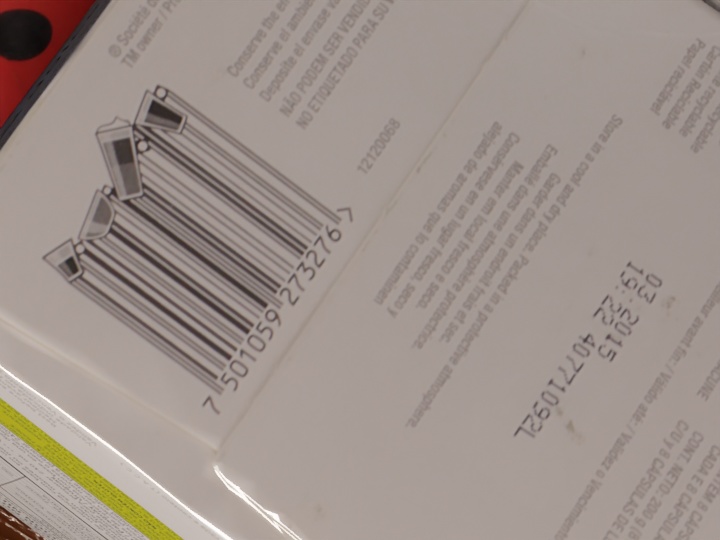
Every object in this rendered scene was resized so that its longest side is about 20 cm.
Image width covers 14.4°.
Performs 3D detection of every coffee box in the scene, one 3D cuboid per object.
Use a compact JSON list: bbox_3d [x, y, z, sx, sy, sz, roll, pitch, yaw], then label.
[{"bbox_3d":[0.000,0.000,0.767,0.200,0.200,0.198,38,165,-7],"label":"coffee box"}]

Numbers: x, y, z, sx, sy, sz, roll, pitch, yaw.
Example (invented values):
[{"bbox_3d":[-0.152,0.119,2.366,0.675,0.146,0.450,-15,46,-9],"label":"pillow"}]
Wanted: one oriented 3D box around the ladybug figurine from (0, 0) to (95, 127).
[{"bbox_3d":[-0.128,-0.105,0.892,0.136,0.072,0.200,0,132,37],"label":"ladybug figurine"}]
